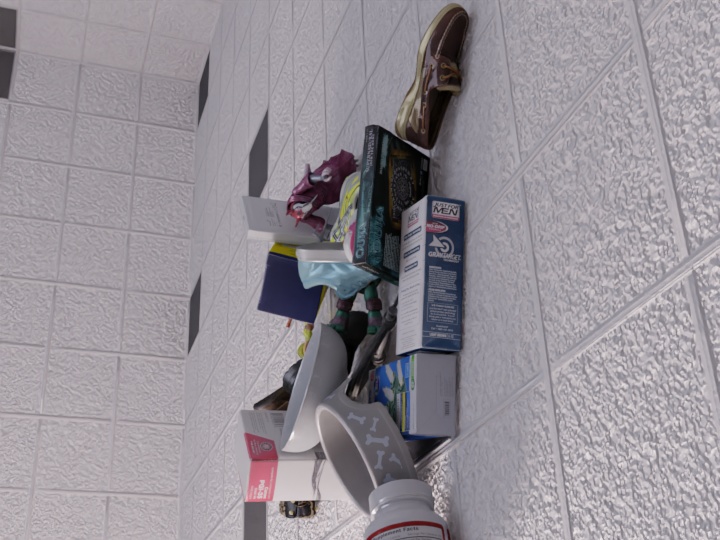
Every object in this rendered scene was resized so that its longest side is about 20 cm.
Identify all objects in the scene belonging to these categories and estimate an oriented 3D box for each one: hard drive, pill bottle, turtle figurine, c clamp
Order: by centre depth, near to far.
[{"bbox_3d":[0.062,0.367,1.185,0.113,0.110,0.202,116,154,-46],"label":"pill bottle"},{"bbox_3d":[0.024,0.120,1.446,0.172,0.027,0.201,-57,-9,-34],"label":"c clamp"},{"bbox_3d":[0.000,0.000,1.548,0.148,0.100,0.204,-4,79,30],"label":"turtle figurine"},{"bbox_3d":[-0.117,-0.087,1.765,0.132,0.197,0.027,-112,34,-56],"label":"hard drive"},{"bbox_3d":[-0.081,0.159,1.788,0.161,0.063,0.204,173,96,-67],"label":"turtle figurine"}]

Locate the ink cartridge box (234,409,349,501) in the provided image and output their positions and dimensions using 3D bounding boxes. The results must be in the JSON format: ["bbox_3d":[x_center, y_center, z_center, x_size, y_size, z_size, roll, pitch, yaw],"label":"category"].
[{"bbox_3d":[-0.096,0.298,1.564,0.147,0.197,0.084,-121,38,-62],"label":"ink cartridge box"}]

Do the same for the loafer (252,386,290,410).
[{"bbox_3d":[-0.140,0.267,1.847,0.072,0.072,0.200,61,-169,14],"label":"loafer"}]

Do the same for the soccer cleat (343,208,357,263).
[{"bbox_3d":[0.011,-0.056,1.415,0.200,0.085,0.071,-45,-60,-54],"label":"soccer cleat"}]

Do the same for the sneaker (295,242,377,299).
[{"bbox_3d":[-0.003,0.003,1.470,0.074,0.197,0.083,-30,-60,-59],"label":"sneaker"}]

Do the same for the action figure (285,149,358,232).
[{"bbox_3d":[-0.085,-0.144,1.720,0.200,0.147,0.136,-43,-42,-46],"label":"action figure"}]

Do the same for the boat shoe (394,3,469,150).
[{"bbox_3d":[0.115,-0.267,1.351,0.072,0.072,0.203,34,109,36],"label":"boat shoe"}]

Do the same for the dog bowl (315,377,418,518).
[{"bbox_3d":[0.004,0.252,1.338,0.200,0.058,0.202,50,155,34],"label":"dog bowl"}]

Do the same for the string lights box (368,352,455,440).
[{"bbox_3d":[0.067,0.178,1.322,0.200,0.058,0.105,145,128,-68],"label":"string lights box"}]

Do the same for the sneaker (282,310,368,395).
[{"bbox_3d":[-0.042,0.155,1.604,0.201,0.075,0.091,-51,46,15],"label":"sneaker"}]

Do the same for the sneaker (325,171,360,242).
[{"bbox_3d":[-0.012,-0.067,1.638,0.076,0.074,0.204,-157,73,-72],"label":"sneaker"}]

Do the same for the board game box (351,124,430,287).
[{"bbox_3d":[0.045,-0.087,1.363,0.028,0.135,0.204,-7,70,37],"label":"board game box"}]

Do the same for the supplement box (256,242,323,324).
[{"bbox_3d":[-0.111,0.001,1.765,0.200,0.108,0.111,-71,-5,-71],"label":"supplement box"}]

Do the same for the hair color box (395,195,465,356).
[{"bbox_3d":[0.094,0.011,1.298,0.100,0.060,0.204,151,123,-69],"label":"hair color box"}]

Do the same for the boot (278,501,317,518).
[{"bbox_3d":[-0.101,0.372,1.760,0.199,0.072,0.153,-10,82,58],"label":"boot"}]

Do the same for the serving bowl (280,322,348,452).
[{"bbox_3d":[-0.063,0.186,1.484,0.200,0.065,0.203,-161,89,-83],"label":"serving bowl"}]
